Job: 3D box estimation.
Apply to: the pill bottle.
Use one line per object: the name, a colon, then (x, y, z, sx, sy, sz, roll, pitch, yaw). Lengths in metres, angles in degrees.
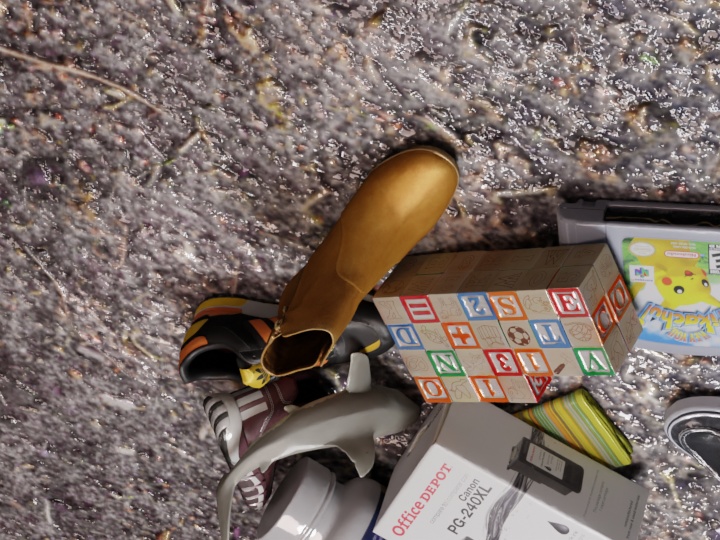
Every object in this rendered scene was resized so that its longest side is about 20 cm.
pill bottle: (0.010, 0.263, 1.642, 0.200, 0.120, 0.120, 33, 132, -10)

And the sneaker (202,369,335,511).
sneaker: (-0.070, 0.152, 1.610, 0.115, 0.076, 0.200, -24, 156, -7)

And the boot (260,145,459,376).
boot: (-0.001, 0.000, 1.402, 0.071, 0.144, 0.201, 36, 132, -13)

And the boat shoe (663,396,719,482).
boat shoe: (0.344, 0.174, 1.475, 0.200, 0.068, 0.072, 28, 133, -4)

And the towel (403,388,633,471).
towel: (0.140, 0.164, 1.580, 0.200, 0.018, 0.086, -22, 115, 34)

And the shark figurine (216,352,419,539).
shark figurine: (-0.035, 0.156, 1.508, 0.214, 0.090, 0.128, -25, 147, -14)

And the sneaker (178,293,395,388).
sneaker: (-0.064, 0.070, 1.523, 0.199, 0.090, 0.070, -2, 128, 22)

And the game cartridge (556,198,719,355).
game cartridge: (0.257, 0.008, 1.389, 0.199, 0.041, 0.134, 3, 134, 18)

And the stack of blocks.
stack of blocks: (0.123, 0.045, 1.423, 0.200, 0.059, 0.115, -4, 125, 39)

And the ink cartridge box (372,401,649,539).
ink cartridge box: (0.129, 0.213, 1.555, 0.200, 0.083, 0.145, 28, 132, -2)
